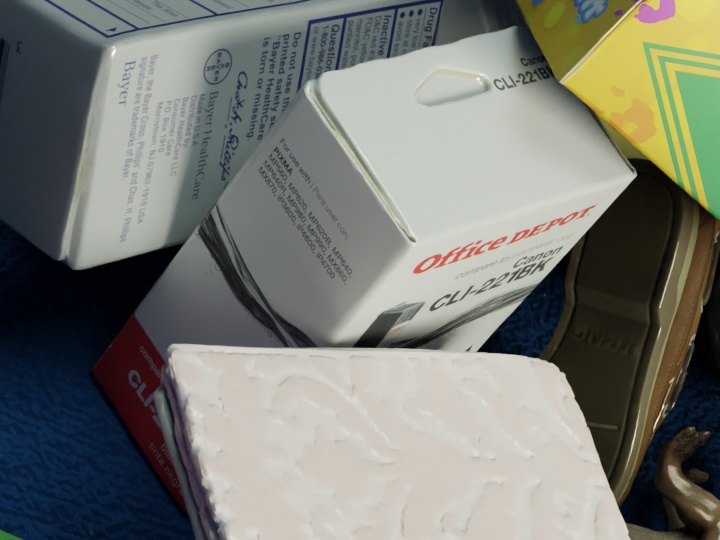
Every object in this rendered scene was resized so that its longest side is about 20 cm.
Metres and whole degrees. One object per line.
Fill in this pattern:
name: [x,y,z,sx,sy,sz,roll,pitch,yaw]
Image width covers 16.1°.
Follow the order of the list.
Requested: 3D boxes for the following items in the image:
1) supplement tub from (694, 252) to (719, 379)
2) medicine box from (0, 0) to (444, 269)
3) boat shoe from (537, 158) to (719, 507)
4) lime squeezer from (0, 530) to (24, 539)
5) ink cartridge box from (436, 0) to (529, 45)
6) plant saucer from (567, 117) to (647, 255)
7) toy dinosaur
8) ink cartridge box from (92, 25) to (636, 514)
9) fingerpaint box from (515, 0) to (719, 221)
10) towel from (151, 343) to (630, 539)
supplement tub: [0.220,0.016,1.211,0.122,0.123,0.200,38,5,-1]
medicine box: [-0.098,-0.100,1.108,0.200,0.103,0.182,-15,37,-44]
boat shoe: [0.115,0.050,1.136,0.072,0.201,0.068,28,10,31]
lime squeezer: [-0.105,0.151,0.978,0.070,0.038,0.200,-12,63,-42]
ink cartridge box: [0.075,-0.186,1.252,0.200,0.086,0.147,-31,112,-44]
plant saucer: [0.106,-0.072,1.264,0.200,0.049,0.200,-22,37,-36]
toy dinosaur: [0.182,0.152,1.161,0.199,0.086,0.136,9,68,-16]
ink cartridge box: [0.000,0.000,1.066,0.144,0.200,0.084,-18,65,-44]
fingerpaint box: [0.142,-0.095,1.096,0.167,0.073,0.200,38,16,-26]
towel: [0.028,0.117,0.940,0.190,0.032,0.201,3,53,-32]
